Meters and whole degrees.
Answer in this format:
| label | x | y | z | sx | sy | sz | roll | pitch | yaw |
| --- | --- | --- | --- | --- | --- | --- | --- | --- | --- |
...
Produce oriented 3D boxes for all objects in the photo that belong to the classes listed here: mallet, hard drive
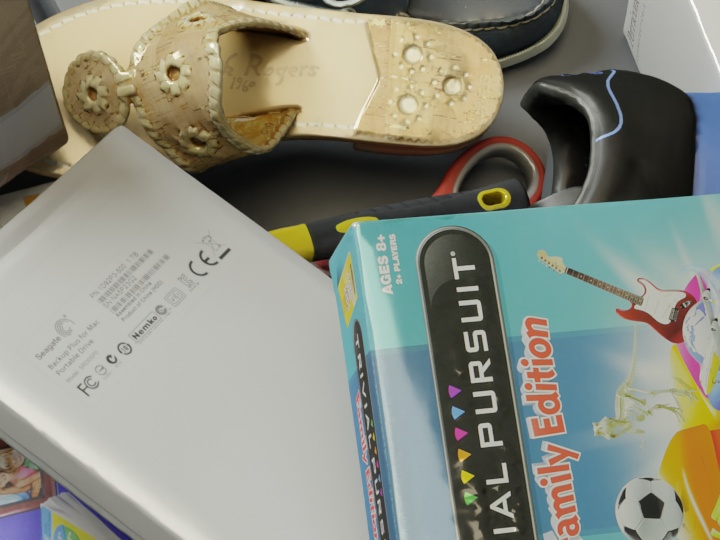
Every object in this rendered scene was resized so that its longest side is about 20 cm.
| label | x | y | z | sx | sy | sz | roll | pitch | yaw |
| --- | --- | --- | --- | --- | --- | --- | --- | --- | --- |
| mallet | -0.025 | -0.001 | 0.828 | 0.199 | 0.041 | 0.066 | -5 | 61 | -15 |
| hard drive | -0.043 | 0.045 | 0.748 | 0.200 | 0.026 | 0.132 | 37 | 47 | 6 |

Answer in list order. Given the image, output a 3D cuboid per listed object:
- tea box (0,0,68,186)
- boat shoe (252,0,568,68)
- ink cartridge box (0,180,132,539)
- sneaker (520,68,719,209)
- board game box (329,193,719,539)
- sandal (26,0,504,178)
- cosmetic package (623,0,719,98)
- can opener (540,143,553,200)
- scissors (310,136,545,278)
| label | x | y | z | sx | sy | sz | roll | pitch | yaw |
| --- | --- | --- | --- | --- | --- | --- | --- | --- | --- |
| tea box | -0.247 | -0.089 | 0.786 | 0.200 | 0.134 | 0.197 | -35 | 68 | -14 |
| boat shoe | -0.010 | -0.133 | 0.912 | 0.199 | 0.062 | 0.075 | 12 | 64 | 6 |
| ink cartridge box | -0.180 | 0.073 | 0.815 | 0.199 | 0.043 | 0.199 | -14 | 58 | -9 |
| sneaker | 0.091 | 0.022 | 0.772 | 0.078 | 0.070 | 0.201 | 8 | 67 | -12 |
| board game box | 0.100 | 0.054 | 0.702 | 0.199 | 0.047 | 0.152 | -5 | 75 | -13 |
| sandal | -0.046 | -0.078 | 0.841 | 0.211 | 0.070 | 0.078 | -1 | 82 | -5 |
| cosmetic package | 0.177 | -0.049 | 0.846 | 0.084 | 0.108 | 0.201 | -16 | 65 | -6 |
| can opener | 0.093 | 0.021 | 0.831 | 0.053 | 0.067 | 0.201 | 12 | 77 | -11 |
| scissors | 0.000 | 0.000 | 0.856 | 0.199 | 0.014 | 0.073 | -18 | 75 | -20 |
